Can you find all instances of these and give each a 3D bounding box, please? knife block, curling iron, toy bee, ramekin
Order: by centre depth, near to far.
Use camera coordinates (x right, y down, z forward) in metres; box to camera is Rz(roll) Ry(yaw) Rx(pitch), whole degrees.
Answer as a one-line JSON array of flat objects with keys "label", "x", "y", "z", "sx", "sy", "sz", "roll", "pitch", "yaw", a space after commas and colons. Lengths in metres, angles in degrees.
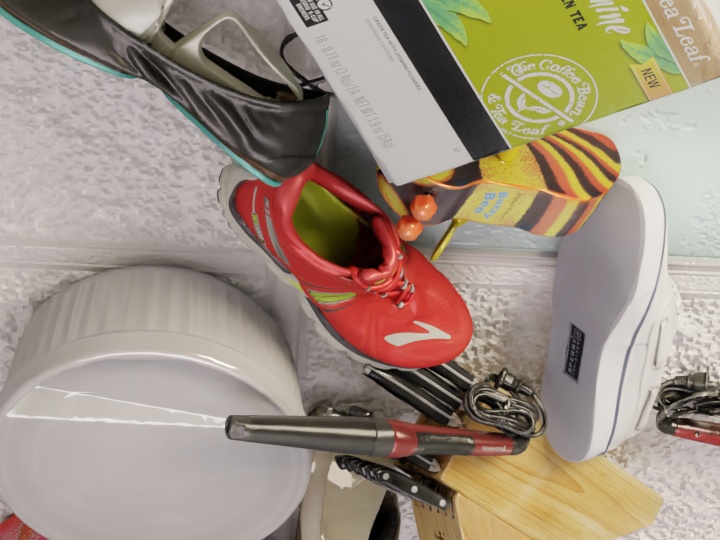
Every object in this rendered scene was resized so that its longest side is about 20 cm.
[{"label": "toy bee", "x": 0.050, "y": -0.051, "z": 1.648, "sx": 0.199, "sy": 0.109, "sz": 0.131, "roll": 3, "pitch": 138, "yaw": -2}, {"label": "curling iron", "x": 0.015, "y": 0.089, "z": 1.738, "sx": 0.199, "sy": 0.050, "sz": 0.026, "roll": -3, "pitch": 167, "yaw": -19}, {"label": "ramekin", "x": -0.127, "y": 0.083, "z": 1.799, "sx": 0.202, "sy": 0.094, "sz": 0.203, "roll": 1, "pitch": 137, "yaw": 1}, {"label": "knife block", "x": 0.079, "y": 0.099, "z": 1.825, "sx": 0.199, "sy": 0.064, "sz": 0.176, "roll": -17, "pitch": 104, "yaw": -25}, {"label": "curling iron", "x": 0.274, "y": 0.107, "z": 1.864, "sx": 0.199, "sy": 0.026, "sz": 0.050, "roll": 18, "pitch": 136, "yaw": -17}]

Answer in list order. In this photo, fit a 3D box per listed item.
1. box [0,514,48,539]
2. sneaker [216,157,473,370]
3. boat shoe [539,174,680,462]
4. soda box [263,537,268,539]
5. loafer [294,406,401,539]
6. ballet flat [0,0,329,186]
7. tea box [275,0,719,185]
[{"label": "box", "x": -0.223, "y": 0.234, "z": 1.953, "sx": 0.200, "sy": 0.100, "sz": 0.095, "roll": -33, "pitch": 127, "yaw": 31}, {"label": "sneaker", "x": 0.000, "y": 0.000, "z": 1.700, "sx": 0.200, "sy": 0.077, "sz": 0.085, "roll": 39, "pitch": 167, "yaw": -33}, {"label": "boat shoe", "x": 0.157, "y": 0.024, "z": 1.760, "sx": 0.065, "sy": 0.074, "sz": 0.200, "roll": -16, "pitch": 136, "yaw": -32}, {"label": "soda box", "x": -0.077, "y": 0.248, "z": 1.929, "sx": 0.063, "sy": 0.068, "sz": 0.201, "roll": -13, "pitch": 108, "yaw": 9}, {"label": "loafer", "x": -0.009, "y": 0.173, "z": 1.902, "sx": 0.068, "sy": 0.076, "sz": 0.200, "roll": 7, "pitch": 135, "yaw": 3}, {"label": "ballet flat", "x": -0.102, "y": -0.124, "z": 1.603, "sx": 0.200, "sy": 0.068, "sz": 0.068, "roll": 31, "pitch": 109, "yaw": -13}, {"label": "tea box", "x": 0.061, "y": -0.178, "z": 1.496, "sx": 0.196, "sy": 0.134, "sz": 0.200, "roll": -19, "pitch": 132, "yaw": 19}]
